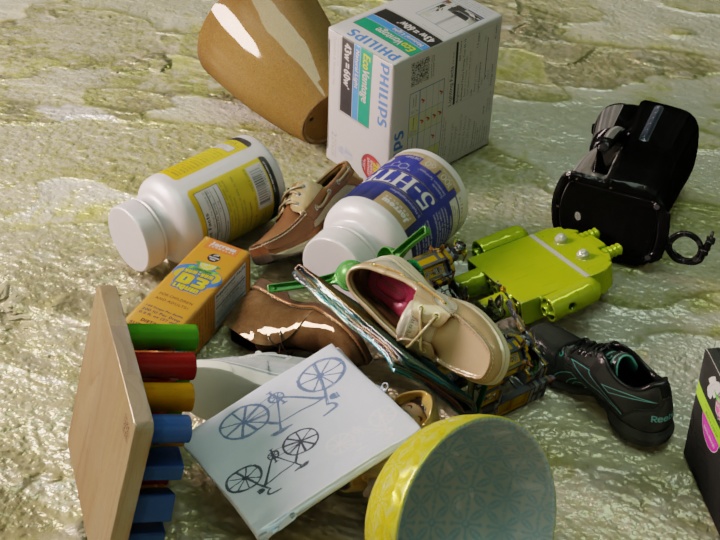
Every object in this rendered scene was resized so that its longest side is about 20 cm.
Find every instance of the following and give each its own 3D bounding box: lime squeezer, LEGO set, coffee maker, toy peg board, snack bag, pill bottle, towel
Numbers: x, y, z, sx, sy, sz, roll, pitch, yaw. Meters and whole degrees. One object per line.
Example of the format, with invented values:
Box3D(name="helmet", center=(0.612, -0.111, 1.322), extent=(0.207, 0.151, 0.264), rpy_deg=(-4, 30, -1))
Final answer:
Box3D(name="lime squeezer", center=(0.000, 0.000, 1.432), extent=(0.199, 0.038, 0.071), rpy_deg=(-19, -5, 25))
Box3D(name="LEGO set", center=(0.132, 0.059, 1.408), extent=(0.115, 0.155, 0.200), rpy_deg=(-21, 47, -27))
Box3D(name="coffee maker", center=(0.350, -0.102, 1.655), extent=(0.191, 0.135, 0.200), rpy_deg=(34, 45, 3))
Box3D(name="toy peg board", center=(-0.198, 0.152, 1.253), extent=(0.097, 0.201, 0.200), rpy_deg=(2, 35, -24))
Box3D(name="snack bag", center=(-0.054, 0.156, 1.261), extent=(0.188, 0.022, 0.200), rpy_deg=(-31, 33, -16))
Box3D(name="pill bottle", center=(-0.195, -0.077, 1.600), extent=(0.199, 0.112, 0.111), rpy_deg=(-29, 47, -33))
Box3D(name="towel", center=(0.024, 0.072, 1.371), extent=(0.022, 0.146, 0.200), rpy_deg=(-52, 45, 2))
Box3D(name="pill bottle", center=(0.027, -0.047, 1.561), extent=(0.119, 0.120, 0.200), rpy_deg=(23, 43, 26))

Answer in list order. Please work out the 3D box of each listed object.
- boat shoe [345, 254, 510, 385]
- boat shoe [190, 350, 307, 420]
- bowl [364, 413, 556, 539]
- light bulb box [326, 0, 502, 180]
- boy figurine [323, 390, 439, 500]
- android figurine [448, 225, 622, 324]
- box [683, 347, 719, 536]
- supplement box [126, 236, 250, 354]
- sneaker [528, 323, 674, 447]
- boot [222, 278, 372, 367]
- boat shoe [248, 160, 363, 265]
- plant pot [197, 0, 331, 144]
Box3D(name="boat shoe", center=(0.060, 0.051, 1.321), extent=(0.069, 0.074, 0.200), rpy_deg=(-3, 29, -46))
Box3D(name="boat shoe", center=(-0.096, 0.120, 1.396), extent=(0.199, 0.071, 0.072), rpy_deg=(7, 28, 1))
Box3D(name="bowl", center=(0.069, 0.220, 1.191), extent=(0.199, 0.202, 0.107), rpy_deg=(-30, 24, -34))
Box3D(name="light bulb box", center=(0.067, -0.236, 1.738), extent=(0.199, 0.200, 0.125), rpy_deg=(-28, 47, -34))
Box3D(name="boy figurine", center=(-0.003, 0.180, 1.318), extent=(0.199, 0.065, 0.124), rpy_deg=(-19, 40, -19))
Box3D(name="android figurine", center=(0.207, 0.001, 1.548), extent=(0.199, 0.041, 0.182), rpy_deg=(-21, 33, -16))
Box3D(name="box", center=(0.398, 0.184, 1.251), extent=(0.123, 0.150, 0.201), rpy_deg=(-5, 38, -6))
Box3D(name="supplement box", center=(-0.195, 0.046, 1.481), extent=(0.066, 0.069, 0.200), rpy_deg=(18, 39, 17))
Box3D(name="sneaker", center=(0.255, 0.100, 1.413), extent=(0.075, 0.080, 0.200), rpy_deg=(-27, 44, -30))
Box3D(name="boot", center=(-0.069, 0.074, 1.446), extent=(0.199, 0.074, 0.075), rpy_deg=(20, 52, 44))
Box3D(name="boat shoe", center=(-0.066, -0.071, 1.609), extent=(0.075, 0.074, 0.200), rpy_deg=(-15, 15, 43))
Box3D(name="plant pot", center=(-0.093, -0.271, 1.816), extent=(0.185, 0.187, 0.200), rpy_deg=(-22, 57, -27))
